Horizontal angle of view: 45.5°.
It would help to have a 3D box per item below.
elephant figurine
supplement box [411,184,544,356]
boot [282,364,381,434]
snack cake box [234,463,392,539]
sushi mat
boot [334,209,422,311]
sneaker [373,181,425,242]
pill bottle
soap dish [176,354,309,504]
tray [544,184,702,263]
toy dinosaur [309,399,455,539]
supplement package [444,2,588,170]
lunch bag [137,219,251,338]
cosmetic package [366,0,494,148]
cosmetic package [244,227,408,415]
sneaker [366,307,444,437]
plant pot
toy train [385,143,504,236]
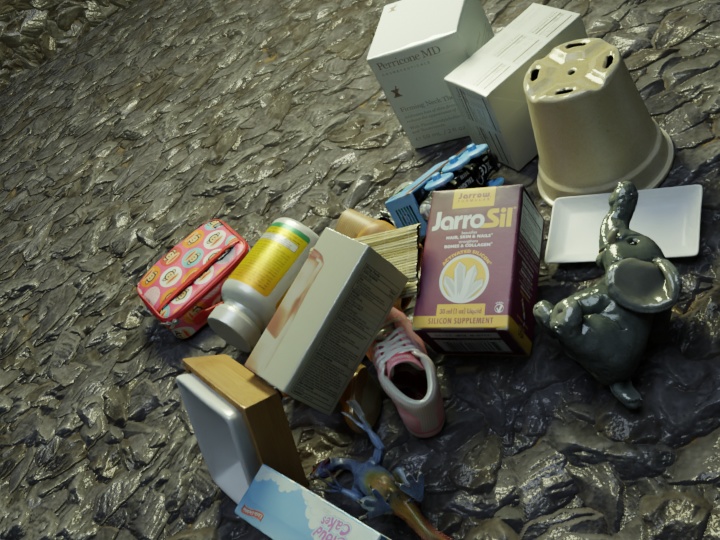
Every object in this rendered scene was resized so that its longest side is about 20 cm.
[{"bbox_3d":[0.310,0.021,0.996,0.200,0.155,0.142,-44,17,0],"label":"elephant figurine"},{"bbox_3d":[0.156,0.002,1.112,0.130,0.103,0.201,-3,64,28],"label":"supplement box"},{"bbox_3d":[-0.047,0.157,1.168,0.143,0.071,0.202,-19,33,19],"label":"boot"},{"bbox_3d":[-0.033,0.299,0.961,0.199,0.115,0.067,17,69,44],"label":"snack cake box"},{"bbox_3d":[0.000,0.000,1.148,0.199,0.012,0.096,-11,73,40],"label":"sushi mat"},{"bbox_3d":[0.004,0.026,1.213,0.144,0.071,0.202,34,115,32],"label":"boot"},{"bbox_3d":[0.059,-0.073,1.320,0.074,0.082,0.201,-9,44,27],"label":"sneaker"},{"bbox_3d":[-0.145,0.025,1.336,0.112,0.113,0.200,13,58,42],"label":"pill bottle"},{"bbox_3d":[-0.146,0.211,1.087,0.081,0.201,0.157,-31,34,-28],"label":"soap dish"},{"bbox_3d":[0.348,-0.055,1.138,0.199,0.022,0.108,-3,60,33],"label":"tray"},{"bbox_3d":[0.008,0.263,1.014,0.105,0.200,0.181,-34,-1,-17],"label":"toy dinosaur"},{"bbox_3d":[0.260,-0.288,1.347,0.200,0.156,0.111,-41,40,-9],"label":"supplement package"},{"bbox_3d":[-0.268,0.019,1.461,0.200,0.082,0.176,-43,43,-9],"label":"lunch bag"},{"bbox_3d":[0.137,-0.348,1.461,0.167,0.200,0.167,-10,44,28],"label":"cosmetic package"},{"bbox_3d":[-0.041,0.063,1.060,0.087,0.103,0.201,26,81,42],"label":"cosmetic package"},{"bbox_3d":[0.048,0.104,1.079,0.075,0.105,0.201,-24,58,-3],"label":"sneaker"},{"bbox_3d":[0.318,-0.211,1.204,0.200,0.184,0.201,-19,41,18],"label":"plant pot"},{"bbox_3d":[0.131,-0.122,1.287,0.114,0.087,0.200,-15,19,45],"label":"toy train"}]
